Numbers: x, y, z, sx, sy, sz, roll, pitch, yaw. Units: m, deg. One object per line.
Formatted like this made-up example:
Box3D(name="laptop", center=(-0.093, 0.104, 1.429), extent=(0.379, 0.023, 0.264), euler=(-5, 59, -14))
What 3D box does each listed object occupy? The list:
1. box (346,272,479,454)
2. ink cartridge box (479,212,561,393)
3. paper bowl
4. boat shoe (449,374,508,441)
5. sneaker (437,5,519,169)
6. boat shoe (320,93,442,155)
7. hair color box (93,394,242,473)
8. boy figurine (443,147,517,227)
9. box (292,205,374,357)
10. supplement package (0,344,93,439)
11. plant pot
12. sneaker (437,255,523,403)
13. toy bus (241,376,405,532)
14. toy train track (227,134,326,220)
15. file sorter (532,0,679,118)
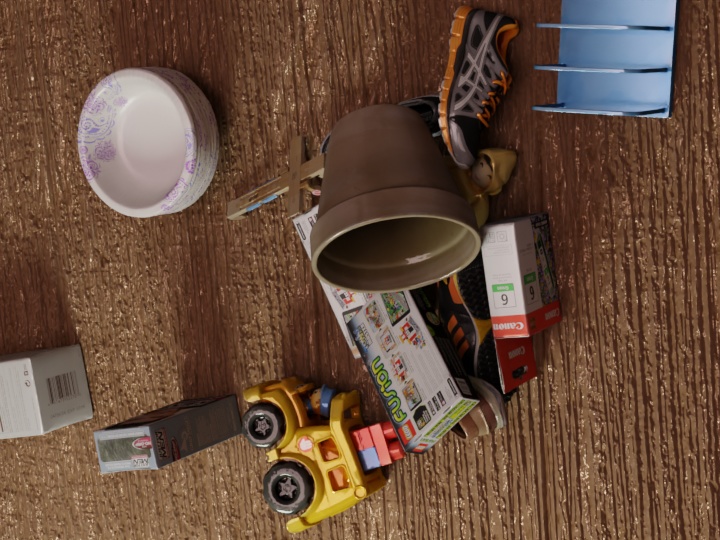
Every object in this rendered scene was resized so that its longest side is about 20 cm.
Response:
Box3D(name="box", center=(0.060, 0.109, 1.678), extent=(0.110, 0.035, 0.201), euler=(-46, 51, 28))
Box3D(name="ink cartridge box", center=(0.197, 0.037, 1.649), extent=(0.050, 0.109, 0.202), euler=(-6, 95, 30))
Box3D(name="paper bowl", center=(-0.280, -0.177, 1.891), extent=(0.199, 0.104, 0.202), euler=(5, 99, 29))
Box3D(name="boat shoe", center=(0.098, 0.157, 1.705), extent=(0.200, 0.072, 0.076), euler=(19, 136, 58))
Box3D(name="sneaker", center=(0.141, -0.220, 1.642), extent=(0.077, 0.078, 0.202), euler=(5, 82, 18))
Box3D(name="boat shoe", center=(0.023, -0.171, 1.739), extent=(0.198, 0.068, 0.074), euler=(-11, 92, 31))
Box3D(name="hair color box", center=(-0.260, 0.222, 1.887), extent=(0.098, 0.200, 0.061), euler=(-10, 93, 30))
Box3D(name="boy figurine", center=(0.111, -0.086, 1.705), extent=(0.199, 0.064, 0.125), euler=(-29, 75, 32))
Box3D(name="box", center=(0.000, 0.000, 1.789), extent=(0.110, 0.035, 0.201), euler=(-27, 84, 30))
Box3D(name="supplement package", center=(-0.523, 0.187, 2.080), extent=(0.199, 0.117, 0.118), euler=(-8, 94, 31))
Box3D(name="plant pot", center=(0.030, -0.092, 1.625), extent=(0.199, 0.199, 0.175), euler=(-26, 60, 30))
Box3D(name="sneaker", center=(0.143, 0.072, 1.721), extent=(0.090, 0.070, 0.202), euler=(15, 123, 62))
Box3D(name="toy bus", center=(-0.040, 0.219, 1.811), extent=(0.191, 0.136, 0.201), euler=(-23, 84, 17))
Box3D(name="toy train track", center=(-0.104, -0.106, 1.832), extent=(0.199, 0.032, 0.116), euler=(-23, 56, 42))
Box3D(name="file sorter", center=(0.272, -0.274, 1.550), extent=(0.138, 0.122, 0.202), euler=(7, 102, 29))
